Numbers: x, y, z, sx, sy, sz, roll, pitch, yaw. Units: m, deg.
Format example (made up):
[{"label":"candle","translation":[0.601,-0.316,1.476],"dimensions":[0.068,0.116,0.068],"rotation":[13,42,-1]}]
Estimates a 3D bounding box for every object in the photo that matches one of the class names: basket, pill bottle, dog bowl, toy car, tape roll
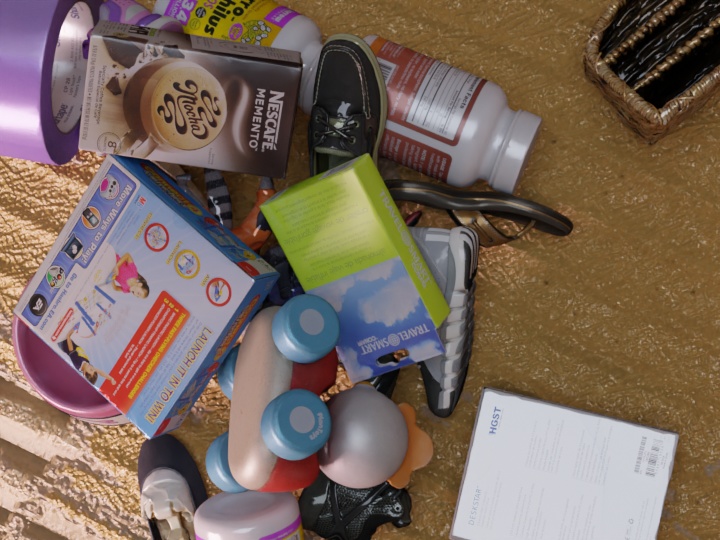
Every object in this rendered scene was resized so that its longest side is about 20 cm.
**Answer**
[{"label":"basket","translation":[0.321,-0.242,1.606],"dimensions":[0.200,0.149,0.143],"rotation":[-38,83,3]},{"label":"pill bottle","translation":[-0.110,-0.229,1.663],"dimensions":[0.199,0.104,0.105],"rotation":[27,89,14]},{"label":"pill bottle","translation":[0.077,-0.152,1.644],"dimensions":[0.199,0.112,0.113],"rotation":[23,88,7]},{"label":"dog bowl","translation":[-0.269,0.062,1.673],"dimensions":[0.199,0.074,0.202],"rotation":[0,90,11]},{"label":"toy car","translation":[-0.022,0.136,1.556],"dimensions":[0.199,0.184,0.178],"rotation":[15,65,-21]},{"label":"pill bottle","translation":[-0.099,0.323,1.607],"dimensions":[0.103,0.104,0.201],"rotation":[-6,104,6]},{"label":"tape roll","translation":[-0.319,-0.211,1.645],"dimensions":[0.065,0.200,0.202],"rotation":[10,87,7]}]

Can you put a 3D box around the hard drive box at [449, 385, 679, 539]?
[{"label":"hard drive box","translation":[0.202,0.213,1.620],"dimensions":[0.199,0.077,0.157],"rotation":[14,87,6]}]

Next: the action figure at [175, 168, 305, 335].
[{"label":"action figure","translation":[-0.101,-0.021,1.652],"dimensions":[0.104,0.199,0.195],"rotation":[12,114,48]}]

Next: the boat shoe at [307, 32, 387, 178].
[{"label":"boat shoe","translation":[-0.016,-0.128,1.585],"dimensions":[0.071,0.066,0.202],"rotation":[10,123,16]}]

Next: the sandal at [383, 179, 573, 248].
[{"label":"sandal","translation":[0.113,-0.052,1.638],"dimensions":[0.199,0.082,0.055],"rotation":[10,87,-6]}]

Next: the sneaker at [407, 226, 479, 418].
[{"label":"sneaker","translation":[0.055,0.045,1.639],"dimensions":[0.115,0.075,0.201],"rotation":[9,108,13]}]

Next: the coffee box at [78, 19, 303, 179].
[{"label":"coffee box","translation":[-0.160,-0.163,1.546],"dimensions":[0.198,0.080,0.114],"rotation":[8,108,-5]}]

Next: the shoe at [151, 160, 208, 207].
[{"label":"shoe","translation":[-0.184,-0.049,1.691],"dimensions":[0.070,0.053,0.201],"rotation":[-36,85,3]}]

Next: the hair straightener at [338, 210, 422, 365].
[{"label":"hair straightener","translation":[0.012,0.032,1.669],"dimensions":[0.200,0.041,0.077],"rotation":[-43,83,-4]}]

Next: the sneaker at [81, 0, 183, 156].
[{"label":"sneaker","translation":[-0.247,-0.204,1.659],"dimensions":[0.088,0.201,0.080],"rotation":[40,47,11]}]

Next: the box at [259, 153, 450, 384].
[{"label":"box","translation":[0.000,0.000,1.574],"dimensions":[0.121,0.048,0.201],"rotation":[-20,103,32]}]

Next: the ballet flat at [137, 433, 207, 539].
[{"label":"ballet flat","translation":[-0.187,0.264,1.662],"dimensions":[0.073,0.073,0.201],"rotation":[-15,84,5]}]

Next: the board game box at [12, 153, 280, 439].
[{"label":"board game box","translation":[-0.209,0.022,1.567],"dimensions":[0.196,0.056,0.200],"rotation":[40,109,14]}]

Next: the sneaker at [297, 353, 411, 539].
[{"label":"sneaker","translation":[0.019,0.187,1.644],"dimensions":[0.114,0.076,0.201],"rotation":[23,91,6]}]
